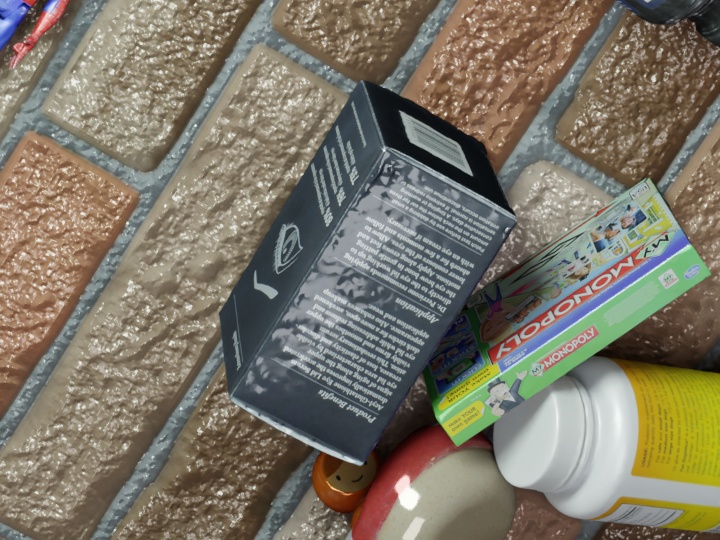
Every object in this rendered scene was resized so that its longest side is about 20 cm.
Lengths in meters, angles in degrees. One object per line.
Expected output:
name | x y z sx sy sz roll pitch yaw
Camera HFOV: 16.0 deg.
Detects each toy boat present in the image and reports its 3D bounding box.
toy boat | 0.015 0.170 1.763 0.130 0.131 0.200 -15 149 -44

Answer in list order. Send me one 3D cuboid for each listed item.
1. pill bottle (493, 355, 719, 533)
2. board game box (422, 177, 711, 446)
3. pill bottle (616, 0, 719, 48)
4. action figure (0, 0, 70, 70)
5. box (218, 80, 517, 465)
pill bottle | 0.193 0.117 1.734 0.199 0.109 0.110 9 111 -29
board game box | 0.130 0.025 1.706 0.200 0.135 0.029 -35 110 7
pill bottle | 0.180 -0.227 1.629 0.199 0.112 0.112 32 104 -17
action figure | -0.232 -0.168 1.646 0.200 0.052 0.065 -42 105 8
box | 0.000 0.000 1.678 0.104 0.148 0.201 27 107 -15
